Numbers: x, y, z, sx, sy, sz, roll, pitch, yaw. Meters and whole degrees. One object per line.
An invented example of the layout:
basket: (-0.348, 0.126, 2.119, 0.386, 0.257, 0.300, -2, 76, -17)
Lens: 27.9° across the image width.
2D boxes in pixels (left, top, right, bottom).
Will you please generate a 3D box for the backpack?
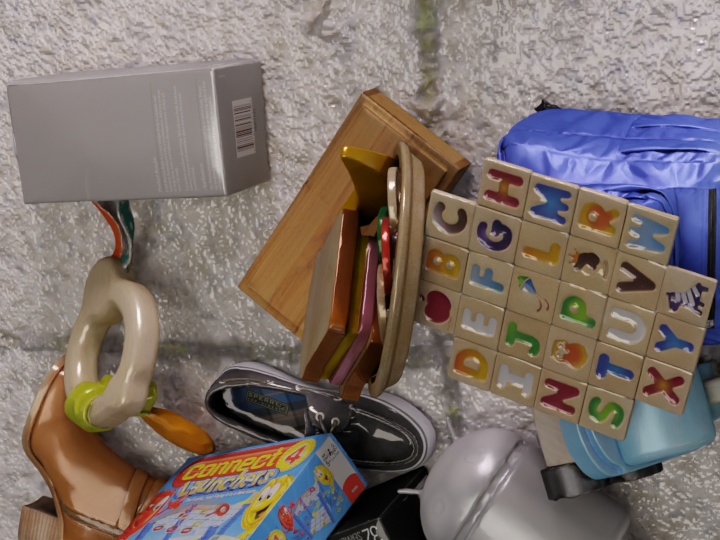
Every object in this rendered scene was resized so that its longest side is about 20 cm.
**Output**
backpack: (0.198, -0.019, 1.019, 0.198, 0.168, 0.164, 4, 115, 19)

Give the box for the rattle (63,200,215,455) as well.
rattle: (-0.177, 0.044, 1.253, 0.130, 0.142, 0.201, 134, 141, -55)

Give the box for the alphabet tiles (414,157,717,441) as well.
alphabet tiles: (0.130, 0.020, 0.963, 0.199, 0.006, 0.168, 19, 119, 20)

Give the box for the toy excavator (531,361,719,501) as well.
toy excavator: (0.243, 0.091, 1.044, 0.199, 0.194, 0.101, -20, 81, 49)

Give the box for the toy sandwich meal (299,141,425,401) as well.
toy sandwich meal: (0.000, 0.000, 1.057, 0.070, 0.205, 0.207, 6, 106, -4)

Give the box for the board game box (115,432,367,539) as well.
board game box: (-0.122, 0.224, 1.155, 0.199, 0.196, 0.056, -17, 114, 45)

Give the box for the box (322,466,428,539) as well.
box: (-0.015, 0.278, 1.199, 0.199, 0.124, 0.149, -26, 92, 24)

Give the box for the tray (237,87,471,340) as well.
tray: (-0.008, -0.035, 1.168, 0.098, 0.037, 0.201, 38, 113, 9)

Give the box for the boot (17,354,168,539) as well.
boot: (-0.219, 0.182, 1.293, 0.154, 0.074, 0.201, 13, 110, 13)

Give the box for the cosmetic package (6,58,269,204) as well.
cosmetic package: (-0.183, -0.114, 1.193, 0.199, 0.090, 0.108, 2, 104, 24)

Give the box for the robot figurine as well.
robot figurine: (0.129, 0.200, 1.127, 0.199, 0.113, 0.170, 34, 73, 11)

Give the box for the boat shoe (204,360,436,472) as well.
boat shoe: (-0.038, 0.125, 1.202, 0.199, 0.066, 0.070, 19, 109, 17)
